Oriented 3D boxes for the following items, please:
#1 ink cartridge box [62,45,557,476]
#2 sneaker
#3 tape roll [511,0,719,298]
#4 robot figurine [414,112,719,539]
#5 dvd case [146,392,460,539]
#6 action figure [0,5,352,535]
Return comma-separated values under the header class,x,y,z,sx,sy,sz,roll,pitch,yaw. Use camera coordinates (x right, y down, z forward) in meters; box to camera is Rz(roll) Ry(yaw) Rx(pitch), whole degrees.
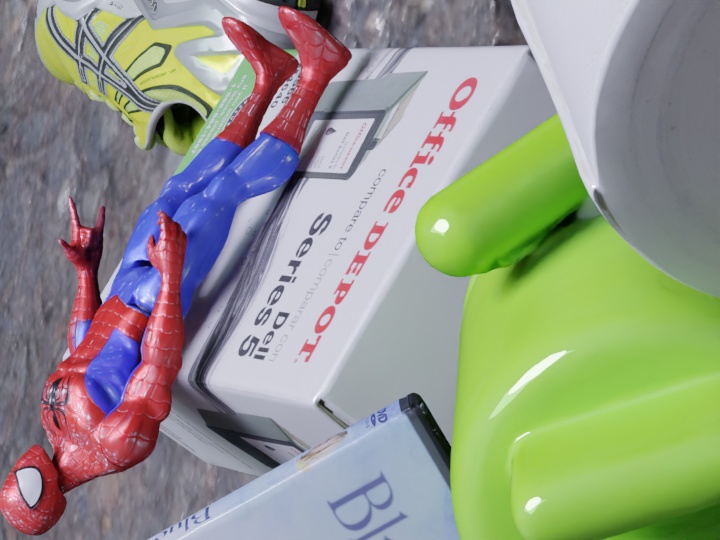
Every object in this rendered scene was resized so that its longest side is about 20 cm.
class,x,y,z,sx,sy,sz,roll,pitch,yaw
ink cartridge box,0.000,0.000,1.013,0.200,0.084,0.146,5,61,60
sneaker,-0.092,-0.088,1.249,0.200,0.075,0.076,2,82,61
tape roll,0.137,-0.104,0.749,0.203,0.203,0.139,-54,40,36
robot figurine,0.086,0.039,0.836,0.116,0.176,0.200,-20,22,12
dvd case,-0.033,0.145,0.876,0.200,0.143,0.018,-30,12,5
action figure,-0.071,0.001,0.982,0.065,0.052,0.200,2,63,53
